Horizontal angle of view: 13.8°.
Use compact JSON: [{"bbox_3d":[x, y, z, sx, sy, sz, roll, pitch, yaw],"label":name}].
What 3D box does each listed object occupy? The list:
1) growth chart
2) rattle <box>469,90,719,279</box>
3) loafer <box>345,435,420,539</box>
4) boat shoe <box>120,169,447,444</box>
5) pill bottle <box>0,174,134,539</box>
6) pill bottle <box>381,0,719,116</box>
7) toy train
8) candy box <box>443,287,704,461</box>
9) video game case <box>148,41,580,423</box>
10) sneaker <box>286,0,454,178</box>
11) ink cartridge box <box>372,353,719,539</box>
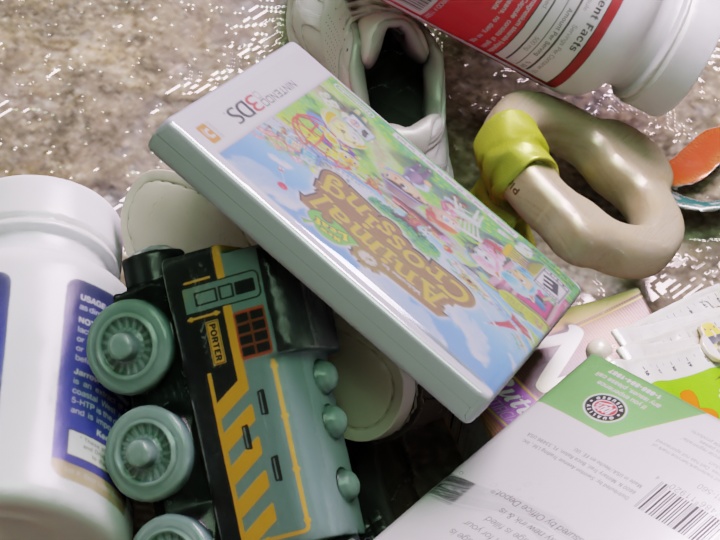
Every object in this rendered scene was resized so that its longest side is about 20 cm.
[{"bbox_3d":[0.200,0.062,1.540,0.145,0.018,0.200,47,37,12],"label":"growth chart"},{"bbox_3d":[0.119,-0.018,1.632,0.130,0.143,0.200,32,21,23],"label":"rattle"},{"bbox_3d":[-0.004,0.119,1.501,0.073,0.071,0.201,-26,44,16],"label":"loafer"},{"bbox_3d":[-0.038,0.016,1.486,0.200,0.072,0.059,36,19,28],"label":"boat shoe"},{"bbox_3d":[-0.168,0.058,1.483,0.119,0.120,0.201,4,54,-4],"label":"pill bottle"},{"bbox_3d":[0.094,-0.165,1.602,0.199,0.112,0.113,27,52,-15],"label":"pill bottle"},{"bbox_3d":[-0.059,0.079,1.417,0.113,0.085,0.201,-16,80,22],"label":"toy train"},{"bbox_3d":[0.128,0.113,1.518,0.116,0.057,0.201,-14,58,-17],"label":"candy box"},{"bbox_3d":[0.008,-0.024,1.448,0.200,0.022,0.182,41,24,3],"label":"video game case"},{"bbox_3d":[0.013,-0.124,1.648,0.077,0.100,0.201,-11,56,-15],"label":"sneaker"},{"bbox_3d":[0.100,0.148,1.379,0.200,0.085,0.146,-37,47,-28],"label":"ink cartridge box"}]
